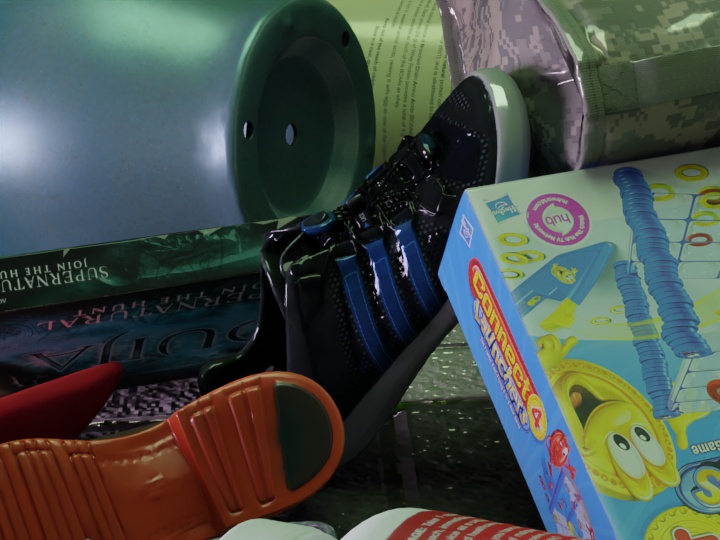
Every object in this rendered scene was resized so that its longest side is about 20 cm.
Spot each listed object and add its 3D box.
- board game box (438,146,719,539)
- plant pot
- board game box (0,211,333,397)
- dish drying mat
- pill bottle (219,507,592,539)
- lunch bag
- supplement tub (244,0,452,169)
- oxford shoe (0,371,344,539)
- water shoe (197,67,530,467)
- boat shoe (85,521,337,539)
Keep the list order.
[{"bbox_3d":[0.156,0.045,0.809,0.198,0.056,0.197,-10,55,-18],"label":"board game box"},{"bbox_3d":[-0.102,-0.069,1.054,0.187,0.202,0.200,4,21,31],"label":"plant pot"},{"bbox_3d":[-0.092,0.020,0.974,0.198,0.028,0.135,-8,-20,-14],"label":"board game box"},{"bbox_3d":[-0.176,0.082,0.850,0.018,0.077,0.200,52,31,13],"label":"dish drying mat"},{"bbox_3d":[0.046,0.135,0.644,0.199,0.113,0.112,8,23,27],"label":"pill bottle"},{"bbox_3d":[0.137,-0.094,0.912,0.163,0.119,0.200,-10,4,-13],"label":"lunch bag"},{"bbox_3d":[0.045,-0.085,1.174,0.198,0.146,0.145,4,22,19],"label":"supplement tub"},{"bbox_3d":[-0.103,0.100,0.852,0.198,0.072,0.073,-15,-12,-11],"label":"oxford shoe"},{"bbox_3d":[0.000,0.000,0.888,0.078,0.201,0.072,18,23,-28],"label":"water shoe"},{"bbox_3d":[-0.100,0.128,0.742,0.198,0.068,0.072,-8,21,-13],"label":"boat shoe"}]
